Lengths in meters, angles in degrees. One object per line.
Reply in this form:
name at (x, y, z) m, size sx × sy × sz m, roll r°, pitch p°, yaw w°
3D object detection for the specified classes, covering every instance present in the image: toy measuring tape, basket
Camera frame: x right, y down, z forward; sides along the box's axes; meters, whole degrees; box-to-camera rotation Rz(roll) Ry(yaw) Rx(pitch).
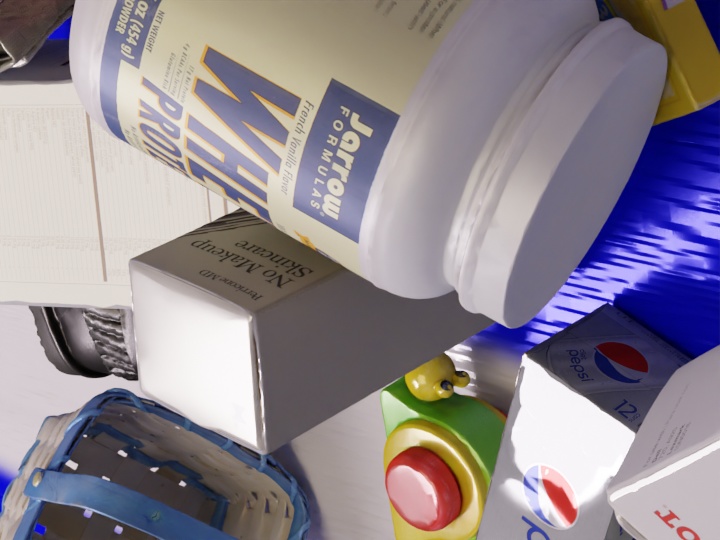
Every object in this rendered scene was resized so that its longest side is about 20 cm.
toy measuring tape at (0.054, 0.131, 1.041) m, size 0.074 × 0.074 × 0.200 m, roll 13°, pitch 121°, yaw 42°
basket at (-0.100, 0.147, 1.129) m, size 0.176 × 0.139 × 0.200 m, roll 30°, pitch 161°, yaw -23°

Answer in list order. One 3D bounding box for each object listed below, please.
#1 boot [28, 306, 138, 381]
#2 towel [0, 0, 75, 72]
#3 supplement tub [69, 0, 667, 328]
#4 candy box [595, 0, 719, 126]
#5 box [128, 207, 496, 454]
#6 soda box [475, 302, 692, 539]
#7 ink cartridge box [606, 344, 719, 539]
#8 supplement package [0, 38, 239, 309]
boot at (-0.126, -0.027, 1.126) m, size 0.158 × 0.079 × 0.211 m, roll 5°, pitch 123°, yaw 50°
towel at (-0.198, -0.130, 1.015) m, size 0.192 × 0.200 × 0.035 m, roll -2°, pitch 119°, yaw 26°
supplement tub at (0.003, -0.078, 0.825) m, size 0.200 × 0.145 × 0.145 m, roll 29°, pitch 133°, yaw 17°
candy box at (0.077, -0.150, 0.859) m, size 0.200 × 0.026 × 0.102 m, roll 63°, pitch 156°, yaw -4°
box at (0.000, 0.000, 0.913) m, size 0.082 × 0.200 × 0.068 m, roll 21°, pitch 125°, yaw 37°
soda box at (0.101, 0.118, 0.984) m, size 0.068 × 0.063 × 0.200 m, roll 35°, pitch 134°, yaw 29°
ink cartridge box at (0.213, 0.074, 0.794) m, size 0.146 × 0.084 × 0.200 m, roll 42°, pitch 142°, yaw -9°
supplement package at (-0.113, -0.048, 1.010) m, size 0.200 × 0.110 × 0.114 m, roll 2°, pitch 108°, yaw 20°
